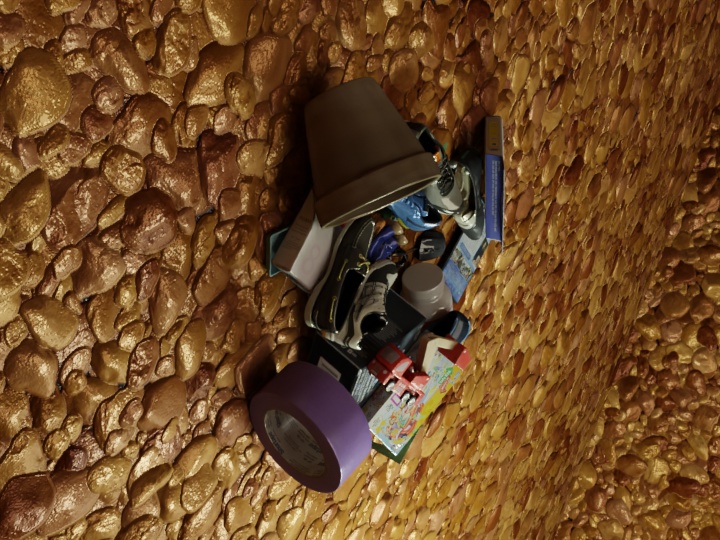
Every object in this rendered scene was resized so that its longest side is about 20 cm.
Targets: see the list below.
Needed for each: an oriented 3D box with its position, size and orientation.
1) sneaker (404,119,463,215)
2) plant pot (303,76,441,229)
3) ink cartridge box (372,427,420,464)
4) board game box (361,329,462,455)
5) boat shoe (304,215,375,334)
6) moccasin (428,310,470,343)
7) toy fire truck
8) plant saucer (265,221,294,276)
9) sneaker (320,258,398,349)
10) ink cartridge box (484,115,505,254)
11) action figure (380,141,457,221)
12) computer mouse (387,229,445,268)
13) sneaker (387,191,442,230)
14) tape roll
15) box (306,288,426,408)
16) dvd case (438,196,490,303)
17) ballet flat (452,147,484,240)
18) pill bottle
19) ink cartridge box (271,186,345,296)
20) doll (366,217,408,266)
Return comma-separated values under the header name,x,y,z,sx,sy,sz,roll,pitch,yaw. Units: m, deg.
name,x,y,z,sx,sy,sz,roll,pitch,yaw
sneaker,0.127,-0.176,1.572,0.074,0.079,0.201,-50,120,-22
plant pot,0.000,-0.179,1.323,0.198,0.198,0.177,-20,87,-51
ink cartridge box,0.066,0.250,1.736,0.202,0.144,0.048,-56,146,-18
board game box,0.091,0.223,1.625,0.201,0.034,0.135,-50,138,-9
boat shoe,-0.018,0.004,1.417,0.204,0.060,0.072,-65,149,-12
moccasin,0.122,0.151,1.696,0.201,0.080,0.068,-52,142,-6
toy fire truck,0.102,0.156,1.523,0.142,0.049,0.200,-51,144,-3
plant saucer,-0.084,-0.058,1.436,0.199,0.019,0.071,-29,132,-46
sneaker,0.019,0.062,1.502,0.200,0.086,0.077,-47,151,-37
ink cartridge box,0.268,-0.172,1.802,0.202,0.046,0.201,-76,164,-52
action figure,0.104,-0.142,1.648,0.199,0.054,0.120,-37,140,-35
computer mouse,0.113,-0.038,1.741,0.198,0.034,0.060,-20,126,-51
sneaker,0.070,-0.129,1.520,0.199,0.077,0.067,35,68,-44
tape roll,-0.082,0.255,1.455,0.085,0.197,0.203,-41,140,-36
box,0.004,0.146,1.579,0.199,0.106,0.150,-34,152,-43
dvd case,0.229,-0.045,1.931,0.203,0.017,0.143,-60,148,-12
ballet flat,0.209,-0.144,1.794,0.073,0.072,0.204,-35,132,-42
pill bottle,0.131,0.087,1.774,0.109,0.107,0.203,-45,141,-33
ink cartridge box,-0.046,-0.061,1.433,0.202,0.056,0.163,-58,148,-8
doll,0.000,0.000,1.564,0.201,0.048,0.137,-51,152,-11
